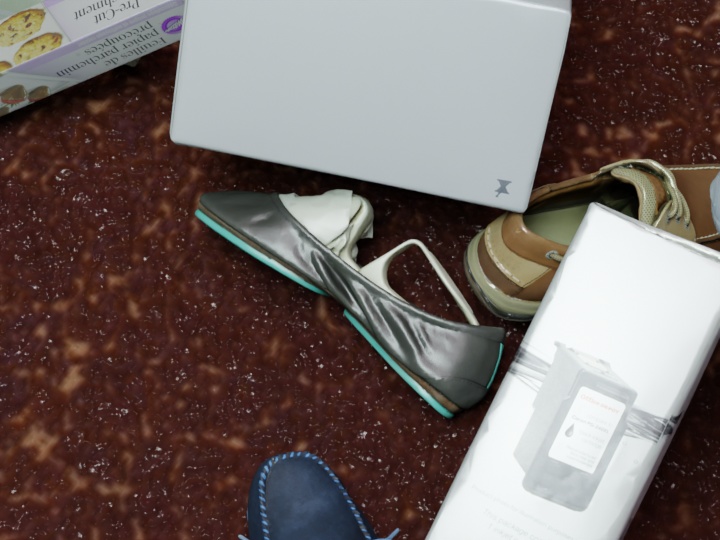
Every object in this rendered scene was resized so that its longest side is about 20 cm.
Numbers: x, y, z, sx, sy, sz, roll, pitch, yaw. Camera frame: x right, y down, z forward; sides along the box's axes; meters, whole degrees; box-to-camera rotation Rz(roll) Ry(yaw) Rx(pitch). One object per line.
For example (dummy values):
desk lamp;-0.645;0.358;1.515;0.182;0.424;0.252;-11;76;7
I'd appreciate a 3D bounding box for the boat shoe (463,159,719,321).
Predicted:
boat shoe;0.155;-0.025;0.947;0.199;0.074;0.076;-18;65;-30

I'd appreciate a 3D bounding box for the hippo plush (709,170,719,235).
hippo plush;0.260;-0.035;0.783;0.200;0.159;0.161;-34;66;-9

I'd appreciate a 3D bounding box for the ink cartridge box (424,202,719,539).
ink cartridge box;0.110;0.079;0.821;0.083;0.145;0.201;26;86;12

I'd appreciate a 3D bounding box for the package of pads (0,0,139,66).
package of pads;-0.215;-0.227;1.047;0.199;0.068;0.155;13;61;2

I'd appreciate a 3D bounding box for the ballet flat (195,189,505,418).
ballet flat;0.000;0.000;0.937;0.200;0.068;0.069;38;94;8

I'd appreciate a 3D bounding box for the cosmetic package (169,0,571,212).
cosmetic package;0.013;-0.144;0.941;0.198;0.123;0.200;11;29;1

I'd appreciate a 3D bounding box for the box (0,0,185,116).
box;-0.188;-0.129;0.966;0.199;0.039;0.042;-20;63;13

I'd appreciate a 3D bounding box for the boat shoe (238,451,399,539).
boat shoe;-0.001;0.176;0.839;0.084;0.069;0.201;-21;65;-16
